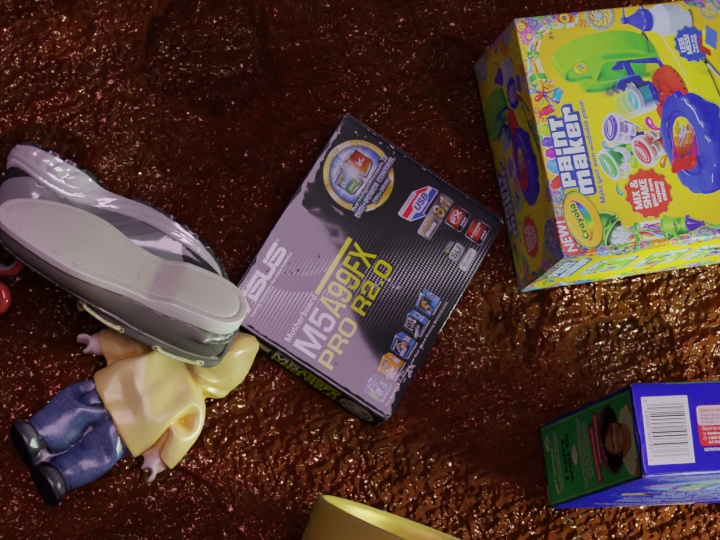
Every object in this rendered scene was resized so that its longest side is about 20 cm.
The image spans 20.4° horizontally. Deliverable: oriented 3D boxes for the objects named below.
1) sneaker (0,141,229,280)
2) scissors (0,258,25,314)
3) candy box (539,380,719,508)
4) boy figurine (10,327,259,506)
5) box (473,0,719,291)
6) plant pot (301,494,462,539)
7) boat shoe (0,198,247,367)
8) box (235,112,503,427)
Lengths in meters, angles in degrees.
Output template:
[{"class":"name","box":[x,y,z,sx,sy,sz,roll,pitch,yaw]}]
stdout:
[{"class":"sneaker","box":[-0.195,-0.024,1.558,0.199,0.074,0.080,26,81,-1]},{"class":"scissors","box":[-0.332,-0.049,1.547,0.200,0.014,0.073,42,110,14]},{"class":"candy box","box":[0.253,0.137,1.563,0.168,0.200,0.078,-1,75,-16]},{"class":"boy figurine","box":[-0.171,0.095,1.534,0.199,0.064,0.125,-32,86,-20]},{"class":"box","box":[0.215,-0.103,1.653,0.191,0.122,0.202,-8,79,-15]},{"class":"plant pot","box":[0.027,0.289,1.481,0.200,0.201,0.190,22,88,-9]},{"class":"boat shoe","box":[-0.185,0.011,1.497,0.201,0.061,0.072,25,37,0]},{"class":"box","box":[0.000,0.000,1.611,0.160,0.044,0.201,34,71,-5]}]
